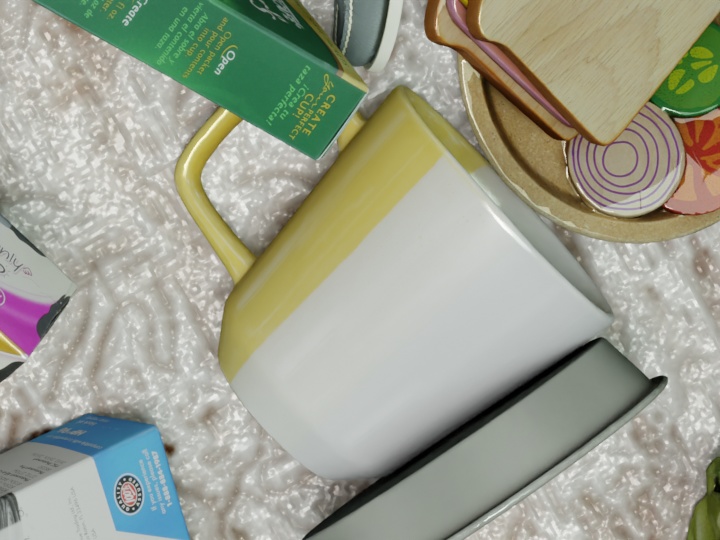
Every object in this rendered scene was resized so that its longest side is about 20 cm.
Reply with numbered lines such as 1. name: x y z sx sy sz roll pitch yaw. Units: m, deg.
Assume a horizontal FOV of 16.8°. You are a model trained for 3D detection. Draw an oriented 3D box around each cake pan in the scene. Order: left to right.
1. cake pan: 0.053 0.093 1.149 0.200 0.200 0.037 -34 88 -3

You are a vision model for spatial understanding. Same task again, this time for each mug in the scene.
1. mug: 0.007 0.007 1.162 0.153 0.187 0.149 -43 140 9

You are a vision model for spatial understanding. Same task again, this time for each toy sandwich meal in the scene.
1. toy sandwich meal: 0.135 -0.110 1.166 0.205 0.070 0.206 -1 94 -15

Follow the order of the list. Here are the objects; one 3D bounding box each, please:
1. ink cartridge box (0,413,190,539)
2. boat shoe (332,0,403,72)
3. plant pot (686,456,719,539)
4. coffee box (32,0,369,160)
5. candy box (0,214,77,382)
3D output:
1. ink cartridge box: -0.176 0.158 1.133 0.200 0.068 0.116 -24 107 -34
2. boat shoe: -0.011 -0.181 1.115 0.062 0.073 0.200 -3 127 -7
3. plant pot: 0.260 0.167 1.219 0.184 0.200 0.201 5 102 -2
4. coffee box: -0.098 -0.130 1.068 0.200 0.123 0.044 28 105 -32
5. candy box: -0.239 0.026 1.075 0.136 0.061 0.200 43 126 -12
